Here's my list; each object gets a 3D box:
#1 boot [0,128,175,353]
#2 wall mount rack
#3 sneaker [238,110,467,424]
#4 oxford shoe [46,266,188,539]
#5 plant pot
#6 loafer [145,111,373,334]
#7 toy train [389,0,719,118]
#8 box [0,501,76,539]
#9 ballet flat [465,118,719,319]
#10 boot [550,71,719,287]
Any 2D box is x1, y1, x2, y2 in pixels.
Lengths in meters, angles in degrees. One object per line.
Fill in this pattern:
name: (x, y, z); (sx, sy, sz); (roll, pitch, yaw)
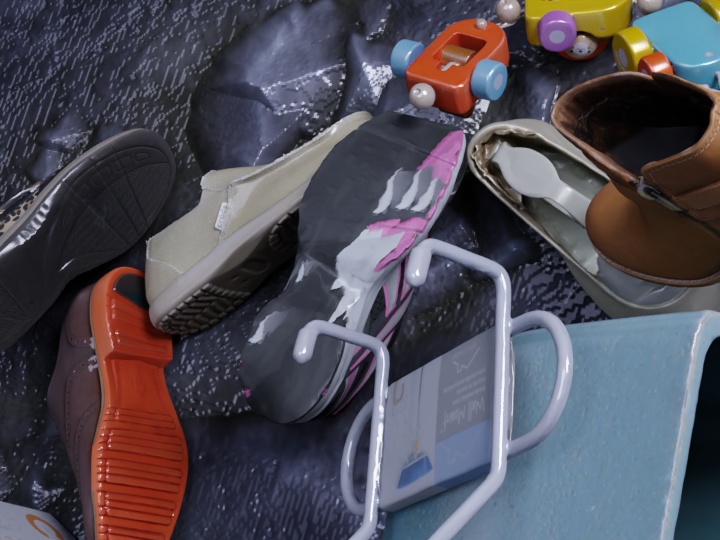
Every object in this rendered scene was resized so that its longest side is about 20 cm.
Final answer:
boot: (-0.233, -0.032, 0.984); (0.150, 0.073, 0.200); (15, 56, 45)
wall mount rack: (0.011, 0.088, 0.668); (0.200, 0.074, 0.174); (-36, 42, 54)
sneaker: (0.000, 0.000, 0.866); (0.080, 0.086, 0.200); (33, 90, 24)
oxford shoe: (-0.158, 0.102, 0.927); (0.072, 0.071, 0.201); (-24, 57, 35)
plant pot: (0.119, 0.134, 0.717); (0.200, 0.196, 0.197); (1, 74, 46)
loafer: (-0.063, -0.040, 0.916); (0.200, 0.076, 0.068); (-36, 68, 11)
toy train: (0.127, -0.112, 0.842); (0.199, 0.056, 0.150); (16, 50, 28)
box: (-0.228, 0.200, 0.842); (0.124, 0.200, 0.098); (38, 91, 30)
ballet flat: (0.135, -0.022, 0.825); (0.200, 0.069, 0.070); (41, 93, 29)
boot: (0.140, -0.040, 0.679); (0.200, 0.155, 0.077); (9, 85, 55)
